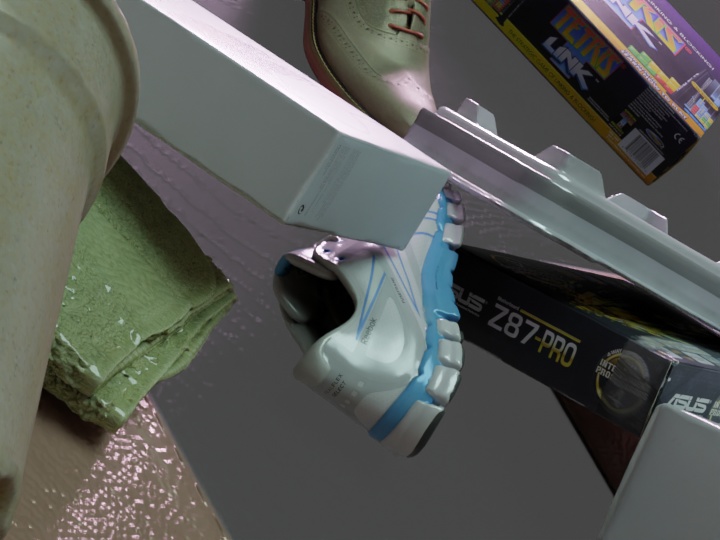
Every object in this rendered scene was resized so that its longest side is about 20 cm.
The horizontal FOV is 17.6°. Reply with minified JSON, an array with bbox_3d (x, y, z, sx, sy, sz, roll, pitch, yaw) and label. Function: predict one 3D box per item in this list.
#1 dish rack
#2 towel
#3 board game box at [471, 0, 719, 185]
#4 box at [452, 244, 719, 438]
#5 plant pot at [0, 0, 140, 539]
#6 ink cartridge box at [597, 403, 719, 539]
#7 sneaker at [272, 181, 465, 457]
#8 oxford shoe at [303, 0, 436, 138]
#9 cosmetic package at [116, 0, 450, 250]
[{"bbox_3d":[0.123,-0.028,1.236,0.200,0.044,0.172,28,3,-31],"label":"dish rack"},{"bbox_3d":[-0.147,-0.028,0.997,0.200,0.036,0.148,46,27,-1],"label":"towel"},{"bbox_3d":[0.170,-0.167,1.633,0.200,0.057,0.165,46,27,0],"label":"board game box"},{"bbox_3d":[0.151,0.046,1.246,0.161,0.049,0.200,32,13,40],"label":"box"},{"bbox_3d":[-0.176,0.001,0.771,0.200,0.200,0.184,28,43,-32],"label":"plant pot"},{"bbox_3d":[0.233,0.146,1.151,0.146,0.084,0.200,25,0,39],"label":"ink cartridge box"},{"bbox_3d":[0.000,0.000,1.138,0.087,0.075,0.200,26,29,-18],"label":"sneaker"},{"bbox_3d":[0.010,-0.147,1.348,0.070,0.075,0.200,20,37,-43],"label":"oxford shoe"},{"bbox_3d":[-0.070,-0.086,1.074,0.200,0.052,0.151,35,6,19],"label":"cosmetic package"}]
